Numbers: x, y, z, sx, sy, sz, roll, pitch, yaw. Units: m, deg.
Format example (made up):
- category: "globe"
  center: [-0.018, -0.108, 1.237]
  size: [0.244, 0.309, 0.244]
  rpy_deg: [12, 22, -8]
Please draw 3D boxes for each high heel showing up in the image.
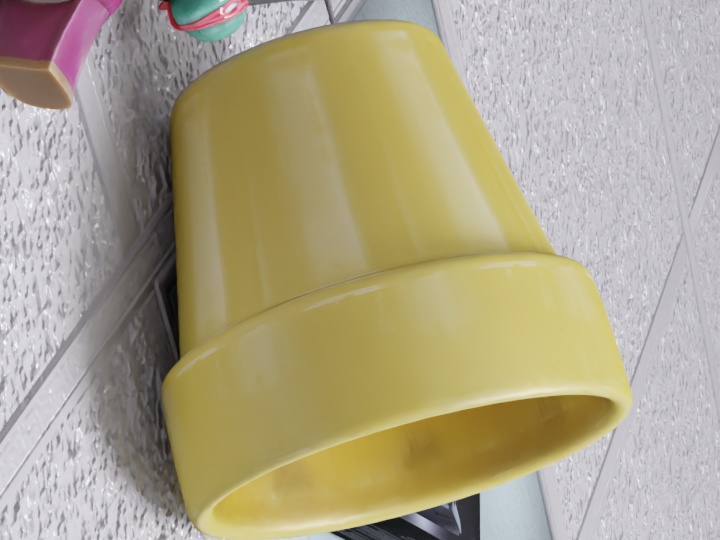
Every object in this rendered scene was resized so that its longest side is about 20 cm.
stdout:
- category: "high heel"
  center: [-0.128, -0.144, 1.010]
  size: [0.200, 0.067, 0.096]
  rpy_deg: [58, 42, -62]

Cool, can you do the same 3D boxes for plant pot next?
- category: "plant pot"
  center: [0.000, 0.000, 1.196]
  size: [0.201, 0.200, 0.189]
  rpy_deg: [26, 46, -68]

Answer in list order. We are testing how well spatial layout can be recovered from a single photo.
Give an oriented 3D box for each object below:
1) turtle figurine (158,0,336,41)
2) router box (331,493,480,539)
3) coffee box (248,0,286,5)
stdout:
- category: "turtle figurine"
  center: [-0.073, -0.172, 1.138]
  size: [0.150, 0.100, 0.200]
  rpy_deg: [-103, 168, -79]
- category: "router box"
  center: [0.009, 0.058, 1.391]
  size: [0.200, 0.052, 0.158]
  rpy_deg: [39, 49, -64]
- category: "coffee box"
  center: [0.042, -0.241, 1.330]
  size: [0.200, 0.199, 0.198]
  rpy_deg: [-19, 103, -69]
